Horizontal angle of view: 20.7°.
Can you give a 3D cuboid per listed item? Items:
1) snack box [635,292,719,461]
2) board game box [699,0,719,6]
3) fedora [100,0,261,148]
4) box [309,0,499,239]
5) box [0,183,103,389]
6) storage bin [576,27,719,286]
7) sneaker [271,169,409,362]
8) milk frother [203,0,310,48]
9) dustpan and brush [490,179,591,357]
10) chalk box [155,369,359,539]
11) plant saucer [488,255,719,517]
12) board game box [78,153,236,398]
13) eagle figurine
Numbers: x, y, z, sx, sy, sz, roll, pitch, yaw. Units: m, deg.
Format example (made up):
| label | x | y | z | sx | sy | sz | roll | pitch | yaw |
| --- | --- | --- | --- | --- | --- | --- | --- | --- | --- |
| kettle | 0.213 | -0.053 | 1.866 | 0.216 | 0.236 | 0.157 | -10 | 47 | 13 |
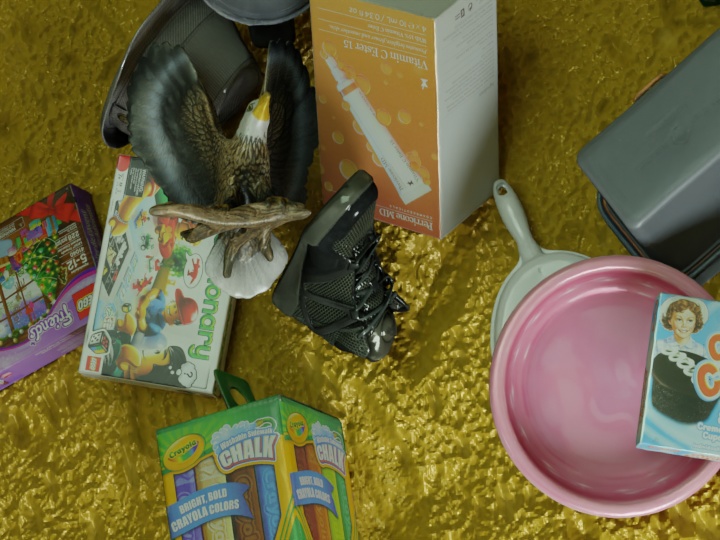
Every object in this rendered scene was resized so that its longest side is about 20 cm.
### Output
| label | x | y | z | sx | sy | sz | roll | pitch | yaw |
| --- | --- | --- | --- | --- | --- | --- | --- | --- | --- |
| snack box | 0.313 | 0.090 | 1.482 | 0.198 | 0.037 | 0.117 | 8 | 80 | 4 |
| board game box | 0.369 | -0.295 | 1.600 | 0.198 | 0.029 | 0.136 | -6 | 75 | 25 |
| fedora | -0.147 | -0.167 | 1.748 | 0.090 | 0.200 | 0.177 | 37 | 51 | 4 |
| box | 0.038 | -0.147 | 1.623 | 0.124 | 0.097 | 0.202 | 17 | 127 | 30 |
| box | -0.323 | 0.025 | 1.850 | 0.199 | 0.039 | 0.138 | -29 | 67 | 17 |
| storage bin | 0.262 | -0.102 | 1.543 | 0.200 | 0.134 | 0.146 | -41 | 63 | 10 |
| sneaker | 0.000 | 0.000 | 1.633 | 0.114 | 0.200 | 0.076 | 37 | 53 | 9 |
| milk frother | -0.038 | -0.306 | 1.692 | 0.198 | 0.181 | 0.189 | -19 | 43 | 14 |
| dustpan and brush | 0.151 | 0.010 | 1.616 | 0.139 | 0.057 | 0.201 | -24 | 77 | 3 |
| chalk box | -0.084 | 0.179 | 1.645 | 0.123 | 0.125 | 0.202 | -16 | 72 | 22 |
| plant saucer | 0.199 | 0.090 | 1.539 | 0.198 | 0.051 | 0.203 | 0 | 89 | 2 |
| board game box | -0.171 | 0.004 | 1.761 | 0.125 | 0.035 | 0.202 | 8 | 82 | 8 |
| eagle figurine | -0.100 | -0.096 | 1.620 | 0.151 | 0.152 | 0.201 | -38 | 37 | 15 |
